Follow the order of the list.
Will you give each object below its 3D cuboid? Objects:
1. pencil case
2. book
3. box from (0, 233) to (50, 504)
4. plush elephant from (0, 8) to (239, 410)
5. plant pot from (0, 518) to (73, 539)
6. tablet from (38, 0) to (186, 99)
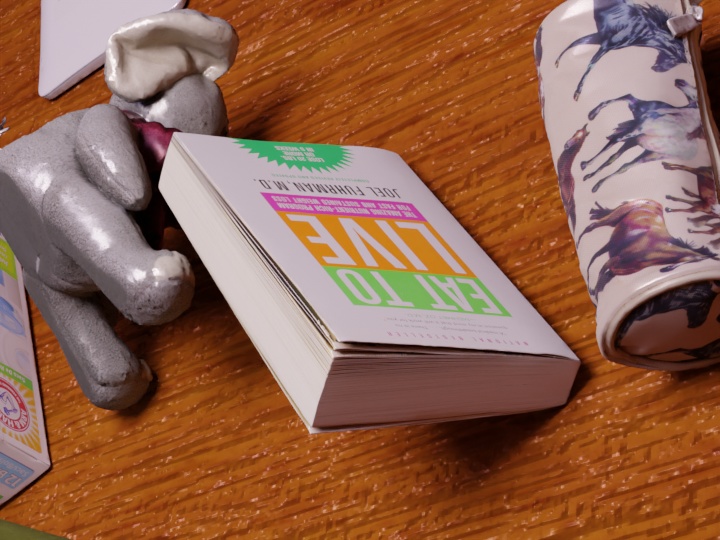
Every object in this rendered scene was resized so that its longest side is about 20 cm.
[{"bbox_3d":[0.132,-0.046,0.882,0.089,0.078,0.200,-43,39,35],"label":"pencil case"},{"bbox_3d":[0.000,0.000,0.940,0.200,0.133,0.048,51,131,48],"label":"book"},{"bbox_3d":[-0.267,0.048,1.169,0.101,0.112,0.200,-35,44,18],"label":"box"},{"bbox_3d":[-0.119,-0.048,1.086,0.155,0.165,0.200,-30,70,-27],"label":"plush elephant"},{"bbox_3d":[-0.191,0.192,0.937,0.200,0.190,0.200,-23,49,30],"label":"plant pot"},{"bbox_3d":[-0.172,-0.217,1.343,0.130,0.014,0.200,-30,46,25],"label":"tablet"}]
